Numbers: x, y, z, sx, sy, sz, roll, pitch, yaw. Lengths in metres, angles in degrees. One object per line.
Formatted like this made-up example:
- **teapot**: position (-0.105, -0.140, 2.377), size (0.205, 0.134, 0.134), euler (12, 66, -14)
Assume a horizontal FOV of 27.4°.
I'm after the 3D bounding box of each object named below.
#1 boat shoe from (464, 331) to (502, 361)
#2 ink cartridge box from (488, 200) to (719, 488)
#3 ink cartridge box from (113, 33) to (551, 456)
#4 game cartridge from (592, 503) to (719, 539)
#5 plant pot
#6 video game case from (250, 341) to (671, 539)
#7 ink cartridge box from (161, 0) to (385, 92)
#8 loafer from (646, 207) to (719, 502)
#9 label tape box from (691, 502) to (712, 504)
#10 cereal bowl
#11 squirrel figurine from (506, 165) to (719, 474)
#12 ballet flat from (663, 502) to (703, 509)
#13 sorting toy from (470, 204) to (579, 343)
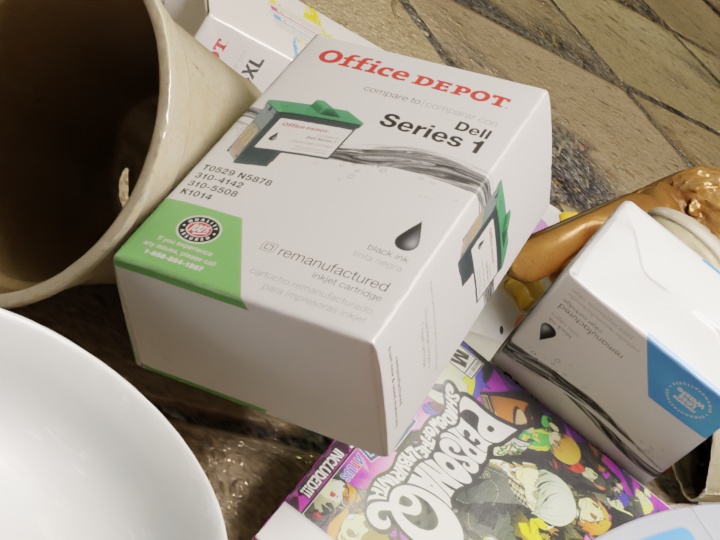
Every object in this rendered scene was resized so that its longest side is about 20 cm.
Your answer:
- **boat shoe**: position (0.065, 0.097, 0.942), size (0.072, 0.062, 0.200), euler (19, 22, 1)
- **ink cartridge box**: position (0.141, 0.062, 0.852), size (0.116, 0.200, 0.068), euler (39, 59, 6)
- **ink cartridge box**: position (-0.006, -0.022, 0.746), size (0.145, 0.085, 0.200), euler (17, 48, 22)
- **game cartridge**: position (0.155, 0.194, 0.748), size (0.199, 0.041, 0.134), euler (-16, 61, -39)
- **plant pot**: position (-0.138, -0.068, 0.820), size (0.201, 0.201, 0.183), euler (48, 14, 25)
- **video game case**: position (0.059, 0.142, 0.783), size (0.181, 0.036, 0.200), euler (39, 45, 5)
- **ink cartridge box**: position (-0.080, -0.124, 1.056), size (0.199, 0.129, 0.125), euler (26, 25, -24)
- **loafer**: position (0.208, 0.059, 0.915), size (0.201, 0.068, 0.076), euler (68, -19, -10)
- **label tape box**: position (0.297, 0.172, 1.128), size (0.200, 0.066, 0.143), euler (34, 22, 1)
- **cereal bowl**: position (-0.155, 0.102, 0.577), size (0.200, 0.083, 0.200), euler (31, 23, -15)
- **squirrel figurine**: position (0.210, 0.037, 1.004), size (0.142, 0.199, 0.188), euler (-13, 79, -88)
- **ballet flat**: position (0.158, 0.172, 0.922), size (0.199, 0.068, 0.067), euler (9, 4, -27)
- **sorting toy**: position (0.105, 0.031, 1.107), size (0.199, 0.107, 0.181), euler (25, 45, -27)
